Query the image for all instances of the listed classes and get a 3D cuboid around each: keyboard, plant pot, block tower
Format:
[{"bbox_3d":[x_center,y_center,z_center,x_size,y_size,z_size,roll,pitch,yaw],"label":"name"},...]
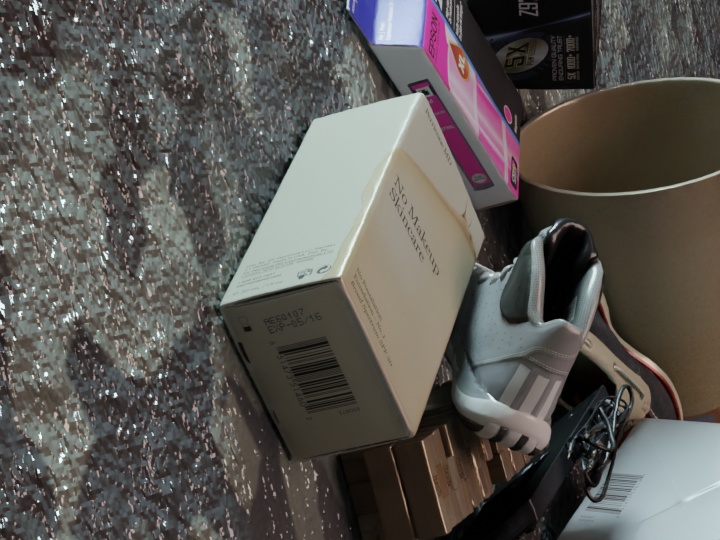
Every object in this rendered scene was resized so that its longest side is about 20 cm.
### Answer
[{"bbox_3d":[0.117,0.129,1.448,0.040,0.104,0.200,48,26,-2],"label":"keyboard"},{"bbox_3d":[0.209,-0.005,1.680,0.187,0.187,0.200,-62,144,-58],"label":"plant pot"},{"bbox_3d":[0.050,0.102,1.372,0.200,0.054,0.058,-22,98,-68],"label":"block tower"}]

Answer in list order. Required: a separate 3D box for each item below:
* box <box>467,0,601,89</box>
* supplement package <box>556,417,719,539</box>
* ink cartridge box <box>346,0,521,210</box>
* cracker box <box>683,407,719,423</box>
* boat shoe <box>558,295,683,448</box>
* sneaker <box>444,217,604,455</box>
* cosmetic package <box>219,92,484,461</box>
[{"bbox_3d":[0.121,-0.247,1.635,0.164,0.086,0.200,84,11,-46],"label":"box"},{"bbox_3d":[0.243,0.223,1.581,0.152,0.151,0.200,-50,127,-35],"label":"supplement package"},{"bbox_3d":[0.050,-0.135,1.538,0.200,0.037,0.095,52,33,-42],"label":"ink cartridge box"},{"bbox_3d":[0.281,0.151,1.790,0.200,0.134,0.058,43,40,-52],"label":"cracker box"},{"bbox_3d":[0.157,0.074,1.625,0.200,0.071,0.063,56,36,-37],"label":"boat shoe"},{"bbox_3d":[0.092,0.012,1.371,0.075,0.116,0.200,21,20,-21],"label":"sneaker"},{"bbox_3d":[0.000,0.000,1.290,0.104,0.073,0.200,65,26,-26],"label":"cosmetic package"}]
